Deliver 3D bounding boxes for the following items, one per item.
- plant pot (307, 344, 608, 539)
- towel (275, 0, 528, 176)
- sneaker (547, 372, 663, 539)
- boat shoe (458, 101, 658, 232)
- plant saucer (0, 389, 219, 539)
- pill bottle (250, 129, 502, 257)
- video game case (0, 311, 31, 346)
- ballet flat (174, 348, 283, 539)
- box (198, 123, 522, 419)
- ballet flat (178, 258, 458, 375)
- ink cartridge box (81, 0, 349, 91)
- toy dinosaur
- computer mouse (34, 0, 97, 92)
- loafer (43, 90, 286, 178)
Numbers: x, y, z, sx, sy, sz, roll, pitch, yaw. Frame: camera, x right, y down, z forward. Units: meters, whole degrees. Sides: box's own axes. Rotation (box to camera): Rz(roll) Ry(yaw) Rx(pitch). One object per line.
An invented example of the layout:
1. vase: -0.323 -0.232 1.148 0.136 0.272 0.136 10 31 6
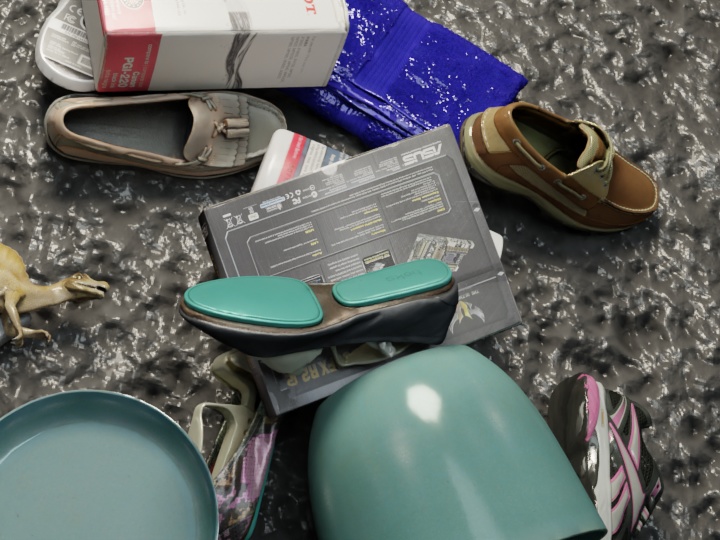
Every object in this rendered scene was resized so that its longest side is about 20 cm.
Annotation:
1. plant pot: 0.053 0.150 1.162 0.199 0.201 0.162 -16 72 -23
2. towel: 0.035 -0.170 1.415 0.199 0.050 0.148 32 60 1
3. sneaker: 0.198 0.180 1.271 0.086 0.080 0.202 15 65 -21
4. boat shoe: 0.178 -0.088 1.380 0.199 0.074 0.076 16 62 -30
5. plant saucer: -0.197 0.183 1.152 0.198 0.027 0.202 0 66 1
6. pill bottle: 0.005 -0.022 1.289 0.198 0.120 0.120 21 59 -5
7. video game case: -0.376 0.014 1.213 0.182 0.023 0.200 -37 80 -29
8. ballet flat: -0.088 0.107 1.223 0.071 0.069 0.201 31 61 -21
9. box: 0.000 0.000 1.200 0.198 0.048 0.160 -20 87 -11
10. ballet flat: -0.026 0.039 1.133 0.198 0.073 0.074 -7 65 -15
11. ink cartridge box: -0.123 -0.227 1.328 0.198 0.085 0.147 -4 62 -17
12. toy dinosaur: -0.290 0.010 1.208 0.198 0.058 0.102 22 45 -15
13. computer mouse: -0.218 -0.218 1.369 0.109 0.044 0.201 24 55 -6
14. loafer: -0.152 -0.111 1.311 0.198 0.063 0.073 0 92 -14
